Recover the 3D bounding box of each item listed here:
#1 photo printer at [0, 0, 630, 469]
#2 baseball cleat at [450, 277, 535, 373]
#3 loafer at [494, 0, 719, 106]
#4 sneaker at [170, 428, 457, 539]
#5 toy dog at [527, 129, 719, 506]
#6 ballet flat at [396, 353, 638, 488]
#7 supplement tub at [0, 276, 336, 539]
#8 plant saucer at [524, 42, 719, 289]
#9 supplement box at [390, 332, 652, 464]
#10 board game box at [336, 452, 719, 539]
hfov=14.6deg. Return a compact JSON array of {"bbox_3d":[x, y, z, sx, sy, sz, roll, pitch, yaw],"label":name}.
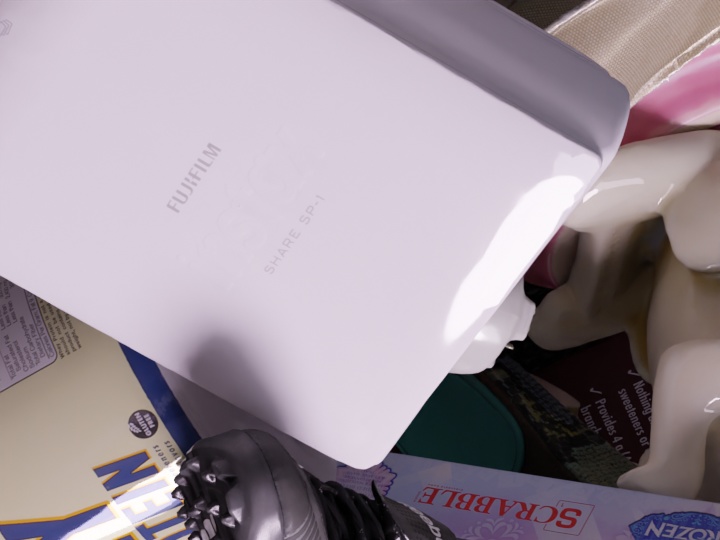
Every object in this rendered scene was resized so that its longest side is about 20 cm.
[{"bbox_3d":[-0.039,-0.044,0.906,0.200,0.069,0.166,30,122,-11],"label":"photo printer"},{"bbox_3d":[0.000,0.000,1.093,0.106,0.070,0.200,20,171,-14],"label":"baseball cleat"},{"bbox_3d":[0.064,-0.062,0.979,0.200,0.068,0.076,-29,151,14],"label":"loafer"},{"bbox_3d":[-0.010,0.098,0.971,0.090,0.067,0.200,-22,151,-8],"label":"sneaker"},{"bbox_3d":[0.176,0.057,1.105,0.194,0.200,0.140,-13,152,-21],"label":"toy dog"},{"bbox_3d":[0.084,0.087,1.192,0.074,0.200,0.074,-36,153,-22],"label":"ballet flat"},{"bbox_3d":[-0.126,0.068,1.045,0.200,0.145,0.145,-30,153,9],"label":"supplement tub"},{"bbox_3d":[0.137,-0.048,1.162,0.200,0.051,0.201,-19,152,-11],"label":"plant saucer"},{"bbox_3d":[0.127,0.137,1.280,0.200,0.197,0.133,-26,168,15],"label":"supplement box"},{"bbox_3d":[0.087,0.164,1.104,0.199,0.041,0.200,6,133,30],"label":"board game box"}]
